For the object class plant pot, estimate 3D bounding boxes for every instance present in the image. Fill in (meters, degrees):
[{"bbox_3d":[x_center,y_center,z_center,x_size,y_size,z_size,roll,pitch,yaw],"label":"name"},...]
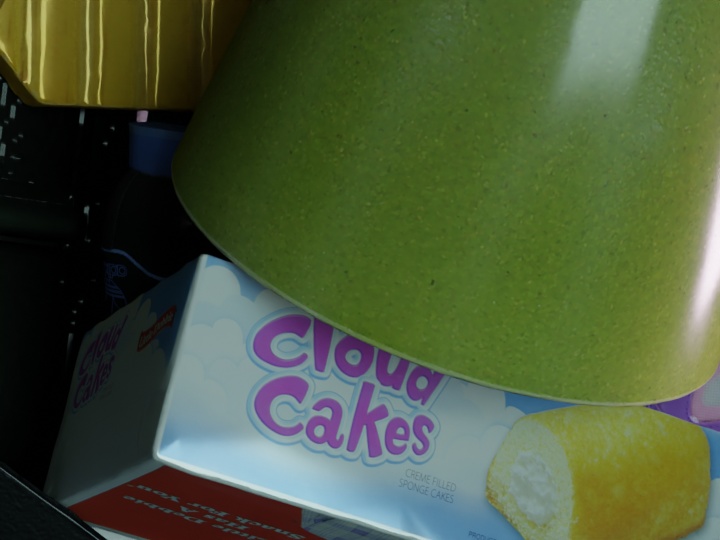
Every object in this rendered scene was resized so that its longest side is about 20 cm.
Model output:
[{"bbox_3d":[0.061,-0.092,0.648,0.187,0.187,0.200,9,115,-28],"label":"plant pot"}]

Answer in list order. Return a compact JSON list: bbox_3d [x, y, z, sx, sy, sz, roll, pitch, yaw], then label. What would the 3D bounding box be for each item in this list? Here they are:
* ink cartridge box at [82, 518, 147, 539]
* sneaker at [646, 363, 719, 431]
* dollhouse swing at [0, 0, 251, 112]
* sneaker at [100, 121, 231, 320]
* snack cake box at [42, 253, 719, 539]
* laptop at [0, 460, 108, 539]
[{"bbox_3d":[-0.026,0.151,0.768,0.176,0.045,0.200,-24,102,-26],"label":"ink cartridge box"},{"bbox_3d":[0.172,0.023,0.772,0.080,0.088,0.200,13,118,-49],"label":"sneaker"},{"bbox_3d":[-0.022,-0.146,0.688,0.200,0.176,0.182,0,91,-29],"label":"dollhouse swing"},{"bbox_3d":[0.000,0.000,0.770,0.200,0.070,0.078,10,95,-24],"label":"sneaker"},{"bbox_3d":[0.011,0.067,0.693,0.200,0.115,0.067,19,71,-20],"label":"snack cake box"},{"bbox_3d":[-0.118,0.192,0.659,0.177,0.103,0.200,37,102,-7],"label":"laptop"}]
